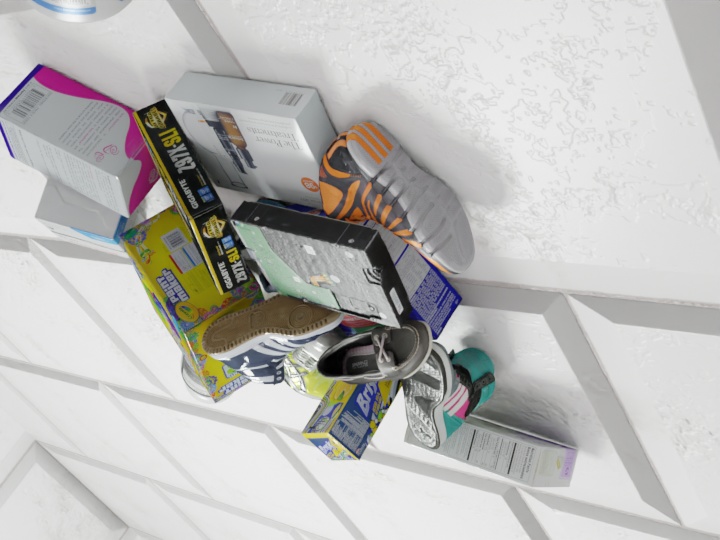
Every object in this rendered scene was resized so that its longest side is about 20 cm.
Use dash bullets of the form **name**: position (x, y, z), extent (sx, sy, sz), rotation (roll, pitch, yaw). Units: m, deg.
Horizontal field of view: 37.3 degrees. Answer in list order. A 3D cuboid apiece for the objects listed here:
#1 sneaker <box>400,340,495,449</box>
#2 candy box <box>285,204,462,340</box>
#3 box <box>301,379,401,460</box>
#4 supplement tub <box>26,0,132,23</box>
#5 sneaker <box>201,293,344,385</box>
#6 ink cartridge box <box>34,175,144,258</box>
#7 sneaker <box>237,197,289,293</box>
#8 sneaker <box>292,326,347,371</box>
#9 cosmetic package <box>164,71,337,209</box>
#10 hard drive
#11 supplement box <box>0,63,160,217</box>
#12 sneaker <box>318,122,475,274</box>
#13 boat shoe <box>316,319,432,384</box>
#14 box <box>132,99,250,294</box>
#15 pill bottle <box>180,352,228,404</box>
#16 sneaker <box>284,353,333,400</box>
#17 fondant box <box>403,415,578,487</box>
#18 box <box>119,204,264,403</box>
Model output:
- **sneaker**: position (0.120, 0.134, 1.368), extent (0.083, 0.121, 0.201), rotation (34, 149, 27)
- **candy box**: position (0.000, 0.000, 1.329), extent (0.169, 0.077, 0.200), rotation (-8, 131, 51)
- **box**: position (0.007, 0.156, 1.435), extent (0.064, 0.200, 0.070), rotation (45, 149, -20)
- **supplement tub**: position (-0.276, -0.347, 1.020), extent (0.132, 0.132, 0.200), rotation (30, 151, 7)
- **sneaker**: position (-0.093, 0.087, 1.373), extent (0.199, 0.070, 0.109), rotation (-17, 142, 21)
- **ink cartridge box**: position (-0.384, -0.071, 1.548), extent (0.115, 0.067, 0.200), rotation (15, 171, 0)
- **sneaker**: position (-0.094, 0.002, 1.413), extent (0.079, 0.096, 0.200), rotation (-5, 134, 50)
- **sneaker**: position (-0.056, 0.105, 1.475), extent (0.076, 0.081, 0.200), rotation (43, 179, 2)
- **cosmetic package**: position (-0.115, -0.150, 1.246), extent (0.199, 0.052, 0.151), rotation (14, 149, 34)
- **hard drive**: position (-0.045, -0.009, 1.239), extent (0.199, 0.038, 0.140), rotation (13, 145, 35)
- **supplement box**: position (-0.369, -0.173, 1.423), extent (0.199, 0.101, 0.104), rotation (27, 152, 14)
- **sneaker**: position (0.035, -0.067, 1.181), extent (0.200, 0.078, 0.112), rotation (50, 141, -6)
- **boat shoe**: position (0.014, 0.106, 1.312), extent (0.057, 0.067, 0.200), rotation (-1, 166, -32)
- **box**: position (-0.210, -0.092, 1.330), extent (0.200, 0.049, 0.160), rotation (58, 167, 33)
- **pill bottle**: position (-0.242, 0.146, 1.778), extent (0.113, 0.113, 0.200), rotation (32, 153, 4)
- **sneaker**: position (-0.096, 0.130, 1.639), extent (0.200, 0.076, 0.076), rotation (38, 152, -10)
- **fondant box**: position (0.181, 0.243, 1.475), extent (0.199, 0.059, 0.144), rotation (15, 178, 33)
- **box**: position (-0.219, 0.041, 1.502), extent (0.200, 0.122, 0.193), rotation (50, 163, 33)
